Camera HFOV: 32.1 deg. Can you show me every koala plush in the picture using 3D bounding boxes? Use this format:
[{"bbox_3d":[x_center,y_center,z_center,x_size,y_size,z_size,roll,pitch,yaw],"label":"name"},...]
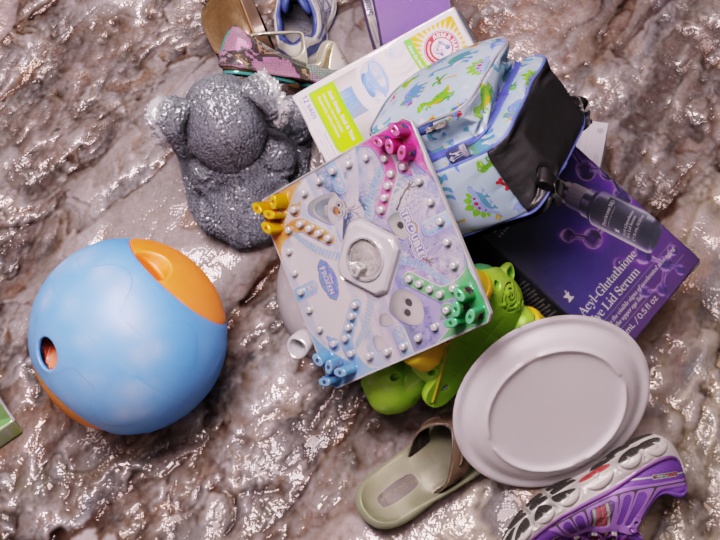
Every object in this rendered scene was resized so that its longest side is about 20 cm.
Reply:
[{"bbox_3d":[-0.139,-0.143,1.383,0.177,0.200,0.184,-9,61,1],"label":"koala plush"}]

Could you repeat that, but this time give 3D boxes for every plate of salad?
[{"bbox_3d":[0.184,0.125,1.221,0.200,0.200,0.048,-17,31,-3],"label":"plate of salad"}]

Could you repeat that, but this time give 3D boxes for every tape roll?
[{"bbox_3d":[0.046,-0.330,1.465,0.085,0.200,0.200,-13,61,-2],"label":"tape roll"}]

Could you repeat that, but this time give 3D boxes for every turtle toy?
[{"bbox_3d":[0.082,0.067,1.238,0.200,0.146,0.101,-50,45,6],"label":"turtle toy"}]

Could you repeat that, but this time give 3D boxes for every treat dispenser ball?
[{"bbox_3d":[-0.236,0.067,1.278,0.201,0.201,0.201,-3,61,5],"label":"treat dispenser ball"}]

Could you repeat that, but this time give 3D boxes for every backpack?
[{"bbox_3d":[0.093,-0.122,1.213,0.200,0.147,0.183,-24,25,37],"label":"backpack"}]

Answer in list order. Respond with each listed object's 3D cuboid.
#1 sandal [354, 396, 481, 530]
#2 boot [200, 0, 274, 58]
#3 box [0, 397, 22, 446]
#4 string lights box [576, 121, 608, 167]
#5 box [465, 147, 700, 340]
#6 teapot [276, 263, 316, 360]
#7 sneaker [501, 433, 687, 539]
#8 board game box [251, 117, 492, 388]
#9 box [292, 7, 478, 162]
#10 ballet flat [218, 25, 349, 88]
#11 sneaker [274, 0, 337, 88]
[{"bbox_3d":[0.081,0.185,1.259,0.201,0.057,0.080,-39,65,-18],"label":"sandal"},{"bbox_3d":[-0.175,-0.347,1.577,0.075,0.074,0.200,-23,63,5],"label":"boot"},{"bbox_3d":[-0.484,0.173,1.343,0.200,0.036,0.144,-35,64,-12],"label":"box"},{"bbox_3d":[0.172,-0.126,1.420,0.200,0.059,0.103,10,63,12],"label":"string lights box"},{"bbox_3d":[0.218,-0.014,1.292,0.200,0.104,0.148,42,73,1],"label":"box"},{"bbox_3d":[0.000,0.000,1.321,0.197,0.146,0.200,-18,60,-4],"label":"teapot"},{"bbox_3d":[0.227,0.237,1.208,0.200,0.081,0.083,-29,89,1],"label":"sneaker"},{"bbox_3d":[0.003,-0.011,1.162,0.200,0.026,0.200,-27,82,36],"label":"board game box"},{"bbox_3d":[0.045,-0.189,1.358,0.200,0.101,0.113,-27,93,12],"label":"box"},{"bbox_3d":[-0.067,-0.239,1.452,0.200,0.069,0.071,12,93,-25],"label":"ballet flat"},{"bbox_3d":[-0.069,-0.325,1.540,0.075,0.088,0.200,-8,59,4],"label":"sneaker"}]
